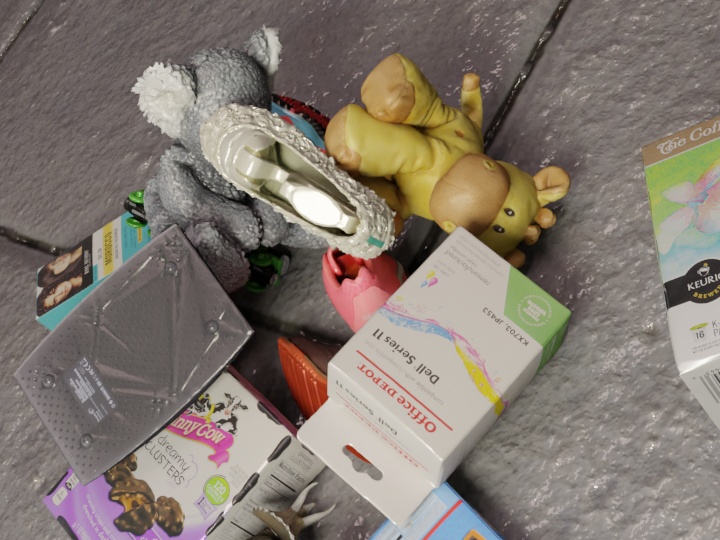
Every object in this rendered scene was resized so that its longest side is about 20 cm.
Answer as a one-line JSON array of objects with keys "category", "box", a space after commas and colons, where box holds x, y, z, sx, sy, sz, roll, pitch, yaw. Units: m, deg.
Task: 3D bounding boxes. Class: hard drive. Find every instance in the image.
[{"category": "hard drive", "box": [-0.190, 0.073, 1.066, 0.200, 0.042, 0.135, -42, 71, 9]}]

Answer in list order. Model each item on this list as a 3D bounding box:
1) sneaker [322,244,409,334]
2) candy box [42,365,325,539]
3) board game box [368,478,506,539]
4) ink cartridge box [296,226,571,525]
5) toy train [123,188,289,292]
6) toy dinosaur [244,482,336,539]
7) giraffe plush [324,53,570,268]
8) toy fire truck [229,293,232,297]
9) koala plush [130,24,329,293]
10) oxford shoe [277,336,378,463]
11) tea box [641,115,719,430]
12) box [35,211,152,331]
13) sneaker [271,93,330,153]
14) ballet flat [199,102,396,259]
[{"category": "sneaker", "box": [0.000, 0.000, 1.085, 0.073, 0.087, 0.200, -33, 23, 0]}, {"category": "candy box", "box": [-0.154, 0.182, 1.084, 0.200, 0.072, 0.167, -49, 51, -4]}, {"category": "board game box", "box": [0.062, 0.256, 0.889, 0.151, 0.037, 0.200, -48, 39, -2]}, {"category": "ink cartridge box", "box": [0.054, 0.078, 0.948, 0.117, 0.067, 0.200, 38, 68, 16]}, {"category": "toy train", "box": [-0.154, -0.034, 1.255, 0.199, 0.056, 0.042, 26, 119, 25]}, {"category": "toy dinosaur", "box": [-0.082, 0.259, 0.970, 0.102, 0.077, 0.201, -41, 29, 31]}, {"category": "giraffe plush", "box": [0.078, -0.069, 1.066, 0.162, 0.199, 0.174, 44, 124, 34]}, {"category": "toy fire truck", "box": [-0.213, 0.062, 1.234, 0.199, 0.112, 0.168, -35, 23, 10]}, {"category": "koala plush", "box": [-0.128, -0.116, 1.148, 0.176, 0.202, 0.183, -26, 41, -30]}, {"category": "oxford shoe", "box": [-0.008, 0.101, 1.068, 0.072, 0.072, 0.200, -24, 30, -23]}, {"category": "tea box", "box": [0.311, -0.010, 0.826, 0.199, 0.134, 0.198, -22, 45, 25]}, {"category": "box", "box": [-0.265, -0.009, 1.367, 0.199, 0.049, 0.083, -31, 43, 16]}, {"category": "sneaker", "box": [-0.045, -0.102, 1.260, 0.200, 0.079, 0.096, 41, 114, 43]}, {"category": "ballet flat", "box": [-0.058, -0.077, 1.011, 0.199, 0.072, 0.072, 32, 78, 17]}]
